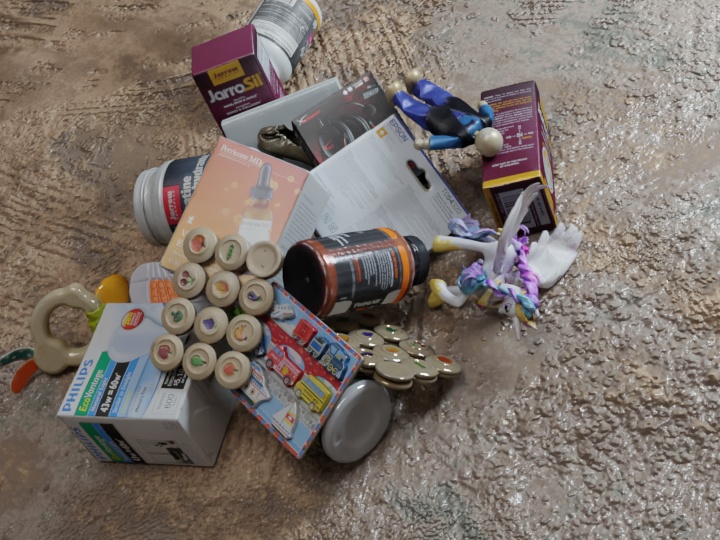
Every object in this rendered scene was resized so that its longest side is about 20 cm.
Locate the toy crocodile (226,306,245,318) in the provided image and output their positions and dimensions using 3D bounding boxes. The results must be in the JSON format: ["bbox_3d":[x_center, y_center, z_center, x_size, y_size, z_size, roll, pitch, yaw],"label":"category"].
[{"bbox_3d":[-0.203,0.027,1.811,0.067,0.062,0.200,-34,44,-6],"label":"toy crocodile"}]

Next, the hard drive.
[{"bbox_3d":[-0.107,-0.213,1.928,0.198,0.133,0.026,-20,22,9],"label":"hard drive"}]

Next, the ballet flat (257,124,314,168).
[{"bbox_3d":[-0.065,-0.190,1.889,0.198,0.047,0.068,16,36,0],"label":"ballet flat"}]

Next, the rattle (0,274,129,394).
[{"bbox_3d":[-0.464,0.091,1.881,0.200,0.130,0.144,-45,28,21],"label":"rattle"}]

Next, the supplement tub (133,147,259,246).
[{"bbox_3d":[-0.241,-0.111,1.896,0.198,0.141,0.142,-8,48,19],"label":"supplement tub"}]

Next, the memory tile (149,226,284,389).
[{"bbox_3d":[-0.190,0.048,1.590,0.152,0.017,0.202,14,82,19],"label":"memory tile"}]

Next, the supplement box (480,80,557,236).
[{"bbox_3d":[0.227,-0.161,1.733,0.085,0.111,0.202,-11,48,17],"label":"supplement box"}]

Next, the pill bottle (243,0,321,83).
[{"bbox_3d":[-0.157,-0.399,2.129,0.115,0.117,0.201,8,56,31],"label":"pill bottle"}]

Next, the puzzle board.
[{"bbox_3d":[-0.097,0.123,1.543,0.200,0.017,0.152,38,97,41],"label":"puzzle board"}]

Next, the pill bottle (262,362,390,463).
[{"bbox_3d":[-0.064,0.159,1.590,0.114,0.115,0.199,-46,47,-17],"label":"pill bottle"}]

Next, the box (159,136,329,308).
[{"bbox_3d":[-0.159,-0.057,1.674,0.151,0.106,0.202,21,83,19],"label":"box"}]

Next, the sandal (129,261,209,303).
[{"bbox_3d":[-0.239,0.033,1.762,0.204,0.059,0.080,0,74,16],"label":"sandal"}]

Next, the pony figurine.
[{"bbox_3d":[0.190,-0.013,1.610,0.199,0.166,0.195,16,75,45],"label":"pony figurine"}]

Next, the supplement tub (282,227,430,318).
[{"bbox_3d":[0.000,0.000,1.624,0.198,0.108,0.107,-10,32,-38],"label":"supplement tub"}]

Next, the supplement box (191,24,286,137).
[{"bbox_3d":[-0.186,-0.282,1.965,0.109,0.201,0.086,-18,43,9],"label":"supplement box"}]

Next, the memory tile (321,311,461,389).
[{"bbox_3d":[0.024,0.100,1.588,0.152,0.017,0.199,-6,26,-45],"label":"memory tile"}]

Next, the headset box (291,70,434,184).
[{"bbox_3d":[0.009,-0.173,1.823,0.148,0.075,0.201,-32,80,-5],"label":"headset box"}]

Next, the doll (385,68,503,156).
[{"bbox_3d":[0.123,-0.213,1.711,0.136,0.049,0.199,-36,53,-25],"label":"doll"}]

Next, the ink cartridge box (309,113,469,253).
[{"bbox_3d":[0.026,-0.092,1.748,0.199,0.043,0.197,-34,81,-9],"label":"ink cartridge box"}]

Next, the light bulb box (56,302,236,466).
[{"bbox_3d":[-0.284,0.157,1.691,0.198,0.125,0.200,-2,51,23],"label":"light bulb box"}]
